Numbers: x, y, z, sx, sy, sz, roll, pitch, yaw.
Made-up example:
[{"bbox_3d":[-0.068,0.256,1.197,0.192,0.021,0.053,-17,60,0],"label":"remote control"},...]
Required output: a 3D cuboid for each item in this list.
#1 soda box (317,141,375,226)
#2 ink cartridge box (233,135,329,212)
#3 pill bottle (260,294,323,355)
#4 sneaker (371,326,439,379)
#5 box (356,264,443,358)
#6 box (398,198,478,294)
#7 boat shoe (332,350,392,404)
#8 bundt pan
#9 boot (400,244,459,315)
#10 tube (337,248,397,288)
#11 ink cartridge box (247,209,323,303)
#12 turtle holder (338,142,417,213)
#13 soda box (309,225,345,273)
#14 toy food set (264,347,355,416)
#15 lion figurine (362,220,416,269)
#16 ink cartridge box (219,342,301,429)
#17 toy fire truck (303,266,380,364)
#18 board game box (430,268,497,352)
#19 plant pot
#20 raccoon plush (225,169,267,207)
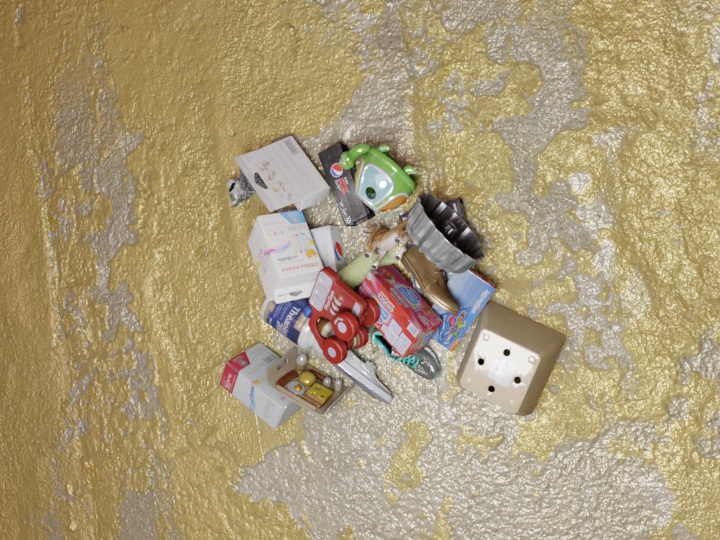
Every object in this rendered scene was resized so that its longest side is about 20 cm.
[{"bbox_3d":[-0.035,-0.217,1.500,0.070,0.063,0.204,-24,84,21],"label":"soda box"},{"bbox_3d":[-0.200,-0.235,1.502,0.174,0.045,0.201,-26,64,-23],"label":"ink cartridge box"},{"bbox_3d":[-0.154,0.132,1.538,0.198,0.111,0.113,32,103,18],"label":"pill bottle"},{"bbox_3d":[0.102,0.201,1.443,0.199,0.091,0.078,38,118,16],"label":"sneaker"},{"bbox_3d":[0.088,0.094,1.415,0.201,0.094,0.101,49,129,25],"label":"box"},{"bbox_3d":[0.188,-0.055,1.424,0.156,0.046,0.205,-14,87,22],"label":"box"},{"bbox_3d":[0.009,0.257,1.499,0.199,0.074,0.066,39,70,0],"label":"boat shoe"},{"bbox_3d":[0.178,-0.073,1.302,0.203,0.201,0.076,50,117,13],"label":"bundt pan"},{"bbox_3d":[0.171,0.014,1.360,0.075,0.073,0.201,-45,64,17],"label":"boot"},{"bbox_3d":[0.000,0.000,1.471,0.198,0.052,0.059,-36,120,-13],"label":"tube"},{"bbox_3d":[-0.185,-0.027,1.491,0.203,0.126,0.126,66,148,20],"label":"ink cartridge box"},{"bbox_3d":[0.040,-0.224,1.413,0.185,0.141,0.132,39,93,-18],"label":"turtle holder"},{"bbox_3d":[-0.078,-0.010,1.524,0.062,0.068,0.205,-9,89,22],"label":"soda box"},{"bbox_3d":[-0.126,0.276,1.509,0.197,0.143,0.062,25,119,20],"label":"toy food set"},{"bbox_3d":[0.075,-0.077,1.397,0.198,0.123,0.073,-13,125,44],"label":"lion figurine"},{"bbox_3d":[-0.246,0.300,1.558,0.198,0.145,0.084,34,118,17],"label":"ink cartridge box"},{"bbox_3d":[-0.059,0.111,1.406,0.167,0.111,0.202,40,129,19],"label":"toy fire truck"},{"bbox_3d":[0.226,0.088,1.395,0.102,0.019,0.202,35,119,9],"label":"board game box"},{"bbox_3d":[0.318,0.204,1.311,0.197,0.176,0.204,25,101,20],"label":"plant pot"},{"bbox_3d":[-0.270,-0.216,1.587,0.197,0.096,0.137,25,109,19],"label":"raccoon plush"}]
